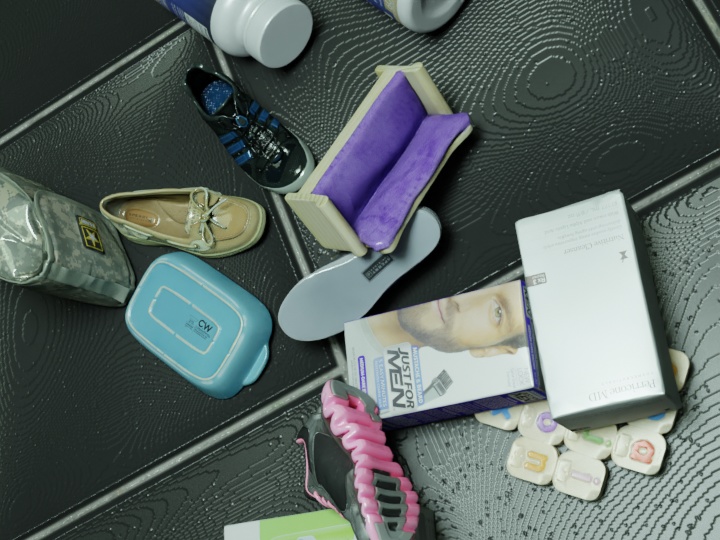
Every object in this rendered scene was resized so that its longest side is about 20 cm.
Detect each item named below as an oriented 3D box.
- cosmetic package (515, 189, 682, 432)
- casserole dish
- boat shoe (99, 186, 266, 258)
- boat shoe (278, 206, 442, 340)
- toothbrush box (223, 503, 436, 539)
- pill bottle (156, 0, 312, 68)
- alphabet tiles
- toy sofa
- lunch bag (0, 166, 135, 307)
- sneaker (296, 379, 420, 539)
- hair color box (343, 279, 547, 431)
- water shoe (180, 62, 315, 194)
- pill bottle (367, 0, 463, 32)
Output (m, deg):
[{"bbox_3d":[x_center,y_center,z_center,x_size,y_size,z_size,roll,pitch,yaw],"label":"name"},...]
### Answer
[{"bbox_3d":[0.222,0.041,1.218,0.112,0.081,0.201,-17,66,19],"label":"cosmetic package"},{"bbox_3d":[-0.186,0.057,1.437,0.200,0.039,0.122,33,96,27],"label":"casserole dish"},{"bbox_3d":[-0.203,-0.057,1.471,0.199,0.063,0.074,0,75,25],"label":"boat shoe"},{"bbox_3d":[0.000,0.000,1.362,0.200,0.066,0.070,-41,95,7],"label":"boat shoe"},{"bbox_3d":[-0.027,0.313,1.264,0.199,0.086,0.146,-13,67,19],"label":"toothbrush box"},{"bbox_3d":[-0.150,-0.317,1.499,0.200,0.111,0.111,38,92,29],"label":"pill bottle"},{"bbox_3d":[0.213,0.115,1.255,0.195,0.015,0.201,13,80,30],"label":"alphabet tiles"},{"bbox_3d":[0.022,-0.115,1.329,0.097,0.083,0.200,10,58,45],"label":"toy sofa"},{"bbox_3d":[-0.363,-0.034,1.480,0.200,0.164,0.118,30,91,28],"label":"lunch bag"},{"bbox_3d":[-0.011,0.201,1.224,0.095,0.079,0.200,-46,39,21],"label":"sneaker"},{"bbox_3d":[0.085,0.088,1.286,0.199,0.065,0.110,-15,69,24],"label":"hair color box"},{"bbox_3d":[-0.134,-0.158,1.461,0.200,0.079,0.072,42,94,28],"label":"water shoe"},{"bbox_3d":[0.020,-0.354,1.423,0.200,0.111,0.111,38,92,29],"label":"pill bottle"}]
